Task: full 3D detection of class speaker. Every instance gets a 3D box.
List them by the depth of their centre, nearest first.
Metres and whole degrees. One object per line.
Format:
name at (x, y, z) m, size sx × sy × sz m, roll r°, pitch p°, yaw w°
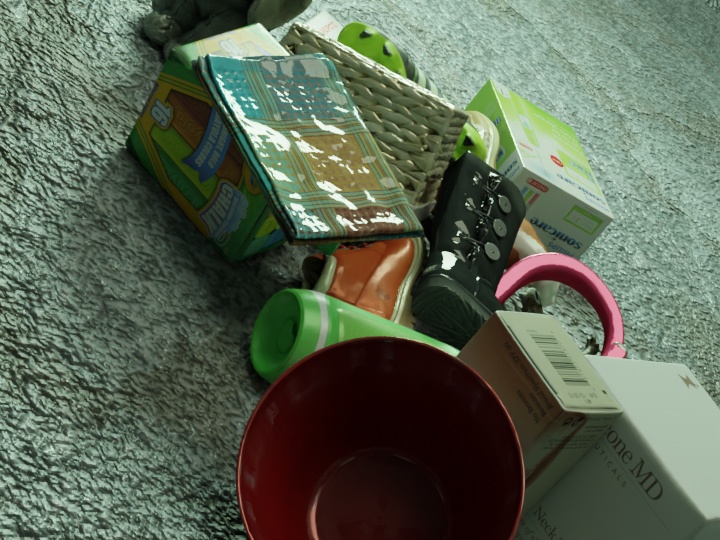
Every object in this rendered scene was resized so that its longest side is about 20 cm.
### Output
speaker at (0.008, 0.081, 1.324) m, size 0.199 × 0.089 × 0.089 m, roll 23°, pitch 30°, yaw -34°

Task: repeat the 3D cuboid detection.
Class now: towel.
towel at (-0.042, -0.106, 1.333) m, size 0.145 × 0.022 × 0.201 m, roll -5°, pitch 55°, yaw -39°

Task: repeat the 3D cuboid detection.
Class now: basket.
basket at (-0.003, -0.141, 1.544) m, size 0.198 × 0.124 × 0.136 m, roll 30°, pitch 8°, yaw 8°

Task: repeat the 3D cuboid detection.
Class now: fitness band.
fitness band at (0.171, 0.067, 1.523) m, size 0.144 × 0.038 × 0.200 m, roll 44°, pitch 58°, yaw 9°

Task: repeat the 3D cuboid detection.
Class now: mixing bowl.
mixing bowl at (0.013, 0.160, 1.125) m, size 0.201 × 0.199 × 0.109 m, roll 50°, pitch -17°, yaw 20°

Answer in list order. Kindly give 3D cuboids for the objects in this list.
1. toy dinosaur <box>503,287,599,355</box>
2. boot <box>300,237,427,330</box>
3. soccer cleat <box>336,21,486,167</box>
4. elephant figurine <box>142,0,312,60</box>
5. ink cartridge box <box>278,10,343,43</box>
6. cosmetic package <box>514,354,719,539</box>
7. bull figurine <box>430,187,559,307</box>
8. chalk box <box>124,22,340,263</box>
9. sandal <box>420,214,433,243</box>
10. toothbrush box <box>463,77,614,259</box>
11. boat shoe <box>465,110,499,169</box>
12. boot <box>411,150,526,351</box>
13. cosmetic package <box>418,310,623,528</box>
toy dinosaur at (0.199, 0.118, 1.574) m, size 0.101 × 0.077 × 0.202 m, roll -2°, pitch 57°, yaw -31°
boot at (0.000, 0.000, 1.464) m, size 0.106 × 0.075 × 0.201 m, roll 31°, pitch 27°, yaw -10°
soccer cleat at (0.052, -0.174, 1.639) m, size 0.200 × 0.068 × 0.081 m, roll 46°, pitch 12°, yaw 6°
elephant figurine at (-0.117, -0.291, 1.610) m, size 0.141 × 0.200 × 0.156 m, roll 34°, pitch 25°, yaw -13°
ink cartridge box at (-0.010, -0.172, 1.706) m, size 0.200 × 0.084 × 0.145 m, roll 41°, pitch 26°, yaw 0°
cosmetic package at (0.204, 0.197, 1.277) m, size 0.165 × 0.201 × 0.168 m, roll 8°, pitch 39°, yaw -49°
bull figurine at (0.136, -0.044, 1.693) m, size 0.200 × 0.065 × 0.121 m, roll 43°, pitch -4°, yaw -12°
chalk box at (-0.087, -0.098, 1.407) m, size 0.200 × 0.125 × 0.123 m, roll 47°, pitch 40°, yaw 15°
sandal at (0.112, -0.009, 1.593) m, size 0.076 × 0.045 × 0.200 m, roll 58°, pitch 5°, yaw 24°
toothbrush box at (0.205, -0.120, 1.929) m, size 0.145 × 0.086 × 0.201 m, roll 27°, pitch 30°, yaw -27°
boat shoe at (0.117, -0.127, 1.829) m, size 0.062 × 0.073 × 0.201 m, roll 27°, pitch 31°, yaw -20°
boot at (0.123, 0.006, 1.489) m, size 0.165 × 0.065 × 0.201 m, roll 50°, pitch 32°, yaw -25°
cosmetic package at (0.091, 0.136, 1.217) m, size 0.087 × 0.201 × 0.104 m, roll 6°, pitch 40°, yaw -49°
